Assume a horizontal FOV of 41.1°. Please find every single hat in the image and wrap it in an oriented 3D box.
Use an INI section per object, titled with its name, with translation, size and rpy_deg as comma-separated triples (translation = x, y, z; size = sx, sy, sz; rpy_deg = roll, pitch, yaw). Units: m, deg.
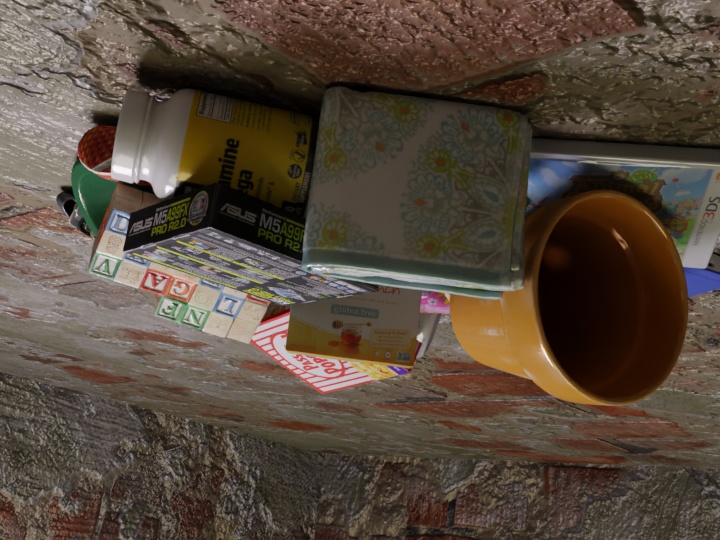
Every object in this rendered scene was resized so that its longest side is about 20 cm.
[hat]
translation = -0.223, -0.093, 1.176
size = 0.200, 0.176, 0.165
rpy_deg = 54, 146, -10

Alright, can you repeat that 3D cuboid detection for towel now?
[towel]
translation = 0.054, -0.069, 0.863
size = 0.199, 0.172, 0.048
rpy_deg = 7, 165, -1

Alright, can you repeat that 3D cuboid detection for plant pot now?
[plant pot]
translation = 0.192, 0.033, 0.969
size = 0.199, 0.202, 0.183
rpy_deg = 17, 166, -28

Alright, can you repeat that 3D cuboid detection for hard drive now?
[hard drive]
translation = 0.370, 0.010, 1.229
size = 0.131, 0.026, 0.200
rpy_deg = 15, 162, -22

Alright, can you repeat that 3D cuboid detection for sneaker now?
[sneaker]
translation = -0.199, -0.117, 1.029
size = 0.199, 0.073, 0.077
rpy_deg = 14, 179, 3

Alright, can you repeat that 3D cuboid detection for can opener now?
[can opener]
translation = -0.337, -0.059, 1.311
size = 0.067, 0.053, 0.200
rpy_deg = 36, 176, 26

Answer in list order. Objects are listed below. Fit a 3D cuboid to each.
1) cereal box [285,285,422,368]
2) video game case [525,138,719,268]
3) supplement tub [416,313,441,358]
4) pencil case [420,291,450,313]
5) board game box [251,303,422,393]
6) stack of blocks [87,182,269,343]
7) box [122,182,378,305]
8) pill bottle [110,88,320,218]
[cereal box]
translation = 0.000, 0.000, 1.062
size = 0.143, 0.201, 0.040
rpy_deg = 6, 172, 2
[video game case]
translation = 0.267, -0.064, 0.972
size = 0.199, 0.022, 0.182
rpy_deg = 5, 149, 10
[supplement tub]
translation = 0.008, 0.024, 1.231
size = 0.199, 0.123, 0.123
rpy_deg = 20, 165, 8
[pencil case]
translation = 0.120, 0.009, 1.119
size = 0.199, 0.088, 0.087
rpy_deg = -2, 163, 2
[board game box]
translation = -0.043, 0.083, 1.192
size = 0.151, 0.046, 0.200
rpy_deg = 38, 149, -20
[stack of blocks]
translation = -0.194, -0.005, 1.064
size = 0.199, 0.059, 0.116
rpy_deg = 19, 118, -21
[box]
translation = -0.103, -0.019, 0.929
size = 0.199, 0.045, 0.160
rpy_deg = 21, 160, -37
[pill bottle]
translation = -0.130, -0.109, 0.917
size = 0.199, 0.113, 0.112
rpy_deg = 11, 163, -10
